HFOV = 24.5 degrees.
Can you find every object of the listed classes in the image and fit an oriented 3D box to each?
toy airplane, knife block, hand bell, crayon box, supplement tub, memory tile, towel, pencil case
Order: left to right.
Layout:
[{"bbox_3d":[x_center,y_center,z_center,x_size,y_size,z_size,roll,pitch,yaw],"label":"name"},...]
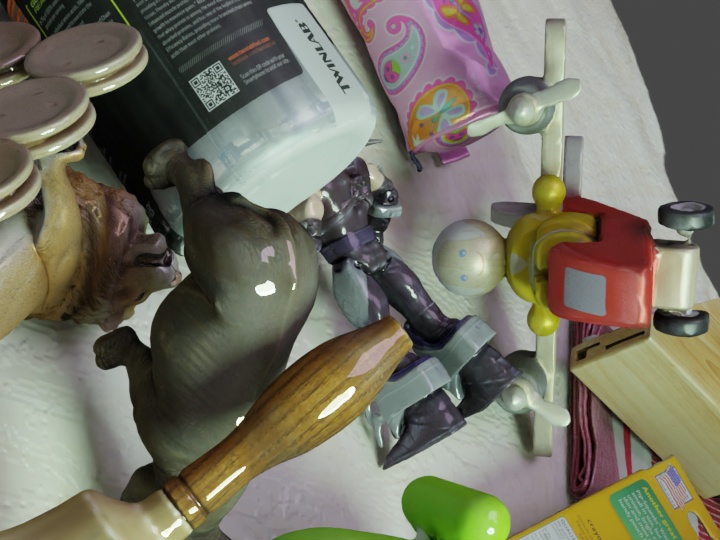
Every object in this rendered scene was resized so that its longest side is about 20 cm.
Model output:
[{"bbox_3d":[-0.181,-0.046,0.644,0.200,0.152,0.017,-60,145,-50],"label":"memory tile"},{"bbox_3d":[-0.093,-0.118,0.796,0.200,0.122,0.122,56,35,8],"label":"supplement tub"},{"bbox_3d":[-0.061,0.085,0.638,0.104,0.200,0.104,52,-9,11],"label":"hand bell"},{"bbox_3d":[0.031,-0.167,1.037,0.087,0.087,0.201,-19,83,-54],"label":"pencil case"},{"bbox_3d":[0.107,-0.016,0.973,0.140,0.199,0.201,-4,61,-12],"label":"toy airplane"},{"bbox_3d":[0.141,0.193,0.931,0.200,0.052,0.126,-16,71,-47],"label":"crayon box"},{"bbox_3d":[0.208,0.130,1.111,0.200,0.023,0.145,36,44,-33],"label":"towel"},{"bbox_3d":[0.235,0.109,1.086,0.200,0.064,0.176,-8,75,-53],"label":"knife block"}]

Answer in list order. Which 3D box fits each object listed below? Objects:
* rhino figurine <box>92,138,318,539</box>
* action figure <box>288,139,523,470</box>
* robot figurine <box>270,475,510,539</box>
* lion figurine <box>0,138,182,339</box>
[{"bbox_3d":[-0.070,0.053,0.700,0.060,0.201,0.087,-5,29,-44],"label":"rhino figurine"},{"bbox_3d":[0.000,0.000,0.902,0.130,0.069,0.201,-29,87,-48],"label":"action figure"},{"bbox_3d":[0.009,0.177,0.739,0.200,0.115,0.176,23,79,-54],"label":"robot figurine"},{"bbox_3d":[-0.158,0.009,0.690,0.072,0.123,0.200,29,46,24],"label":"lion figurine"}]
